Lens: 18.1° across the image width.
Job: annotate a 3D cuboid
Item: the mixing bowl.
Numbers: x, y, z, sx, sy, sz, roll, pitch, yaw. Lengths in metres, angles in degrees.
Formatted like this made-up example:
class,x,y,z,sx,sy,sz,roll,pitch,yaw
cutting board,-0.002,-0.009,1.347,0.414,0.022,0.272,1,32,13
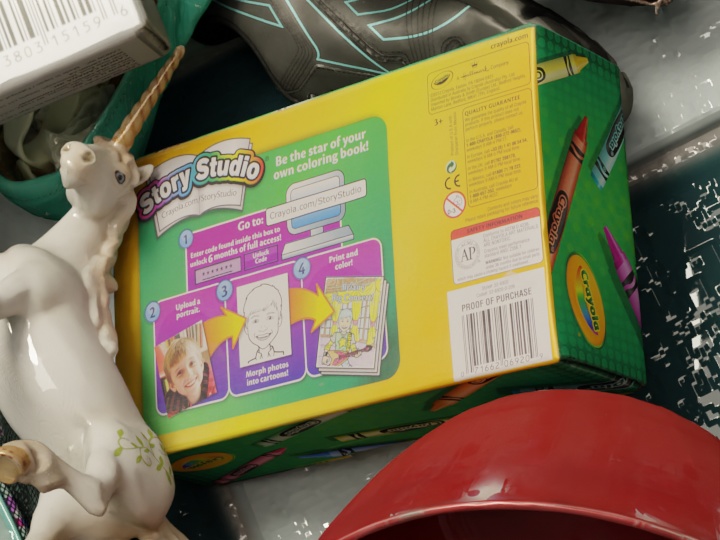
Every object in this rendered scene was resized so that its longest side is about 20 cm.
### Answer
class,x,y,z,sx,sy,sz,roll,pitch,yaw
mixing bowl,0.069,0.114,0.741,0.199,0.201,0.109,-3,36,15

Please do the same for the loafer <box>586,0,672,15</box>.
class,x,y,z,sx,sy,sz,roll,pitch,yaw
loafer,0.047,-0.144,0.808,0.071,0.199,0.073,46,119,53

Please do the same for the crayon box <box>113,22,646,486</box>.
class,x,y,z,sx,sy,sz,roll,pitch,yaw
crayon box,0.000,0.000,0.813,0.199,0.058,0.119,-15,69,35

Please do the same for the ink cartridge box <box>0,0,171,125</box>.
class,x,y,z,sx,sy,sz,roll,pitch,yaw
ink cartridge box,-0.192,-0.124,0.824,0.199,0.044,0.174,-22,81,6

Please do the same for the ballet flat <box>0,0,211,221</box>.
class,x,y,z,sx,sy,sz,roll,pitch,yaw
ballet flat,-0.094,-0.109,0.867,0.067,0.070,0.201,31,107,31

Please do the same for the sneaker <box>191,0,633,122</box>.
class,x,y,z,sx,sy,sz,roll,pitch,yaw
sneaker,0.015,-0.089,0.876,0.200,0.075,0.080,31,98,29

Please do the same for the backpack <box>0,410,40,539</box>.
class,x,y,z,sx,sy,sz,roll,pitch,yaw
backpack,-0.199,0.077,0.838,0.175,0.153,0.201,-25,61,13

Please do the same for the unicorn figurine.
class,x,y,z,sx,sy,sz,roll,pitch,yaw
unicorn figurine,-0.109,0.028,0.786,0.074,0.137,0.201,-15,86,33
